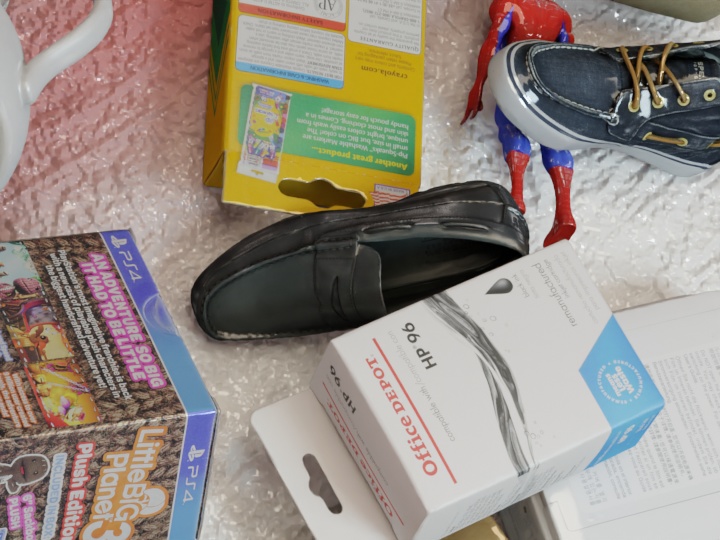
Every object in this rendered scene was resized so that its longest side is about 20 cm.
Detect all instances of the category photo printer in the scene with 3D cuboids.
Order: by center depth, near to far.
[{"bbox_3d":[0.173,0.101,1.565,0.200,0.069,0.166,-13,71,-24],"label":"photo printer"}]

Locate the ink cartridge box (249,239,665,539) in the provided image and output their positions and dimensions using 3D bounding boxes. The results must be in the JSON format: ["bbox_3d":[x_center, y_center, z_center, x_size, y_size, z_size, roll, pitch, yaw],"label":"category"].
[{"bbox_3d":[0.053,0.077,1.461,0.200,0.068,0.116,-23,71,-22],"label":"ink cartridge box"}]

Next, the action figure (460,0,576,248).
[{"bbox_3d":[0.103,-0.109,1.646,0.065,0.052,0.200,14,58,-20],"label":"action figure"}]

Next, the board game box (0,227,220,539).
[{"bbox_3d":[-0.197,0.071,1.392,0.200,0.097,0.159,-6,40,-22],"label":"board game box"}]

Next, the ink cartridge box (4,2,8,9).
[{"bbox_3d":[-0.305,-0.209,1.540,0.200,0.050,0.109,8,65,-16],"label":"ink cartridge box"}]

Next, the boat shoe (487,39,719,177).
[{"bbox_3d":[0.175,-0.116,1.613,0.200,0.091,0.071,11,59,-40],"label":"boat shoe"}]

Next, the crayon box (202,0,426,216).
[{"bbox_3d":[-0.028,-0.111,1.597,0.126,0.052,0.200,10,64,-16],"label":"crayon box"}]

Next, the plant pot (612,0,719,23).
[{"bbox_3d":[0.165,-0.250,1.671,0.200,0.187,0.187,33,59,-20],"label":"plant pot"}]

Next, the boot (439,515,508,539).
[{"bbox_3d":[-0.025,0.167,1.472,0.200,0.066,0.175,-30,87,-30],"label":"boot"}]

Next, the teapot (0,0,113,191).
[{"bbox_3d":[-0.271,-0.119,1.448,0.200,0.197,0.146,28,35,-27],"label":"teapot"}]

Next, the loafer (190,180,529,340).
[{"bbox_3d":[0.000,0.000,1.515,0.200,0.068,0.070,-16,31,-1],"label":"loafer"}]
